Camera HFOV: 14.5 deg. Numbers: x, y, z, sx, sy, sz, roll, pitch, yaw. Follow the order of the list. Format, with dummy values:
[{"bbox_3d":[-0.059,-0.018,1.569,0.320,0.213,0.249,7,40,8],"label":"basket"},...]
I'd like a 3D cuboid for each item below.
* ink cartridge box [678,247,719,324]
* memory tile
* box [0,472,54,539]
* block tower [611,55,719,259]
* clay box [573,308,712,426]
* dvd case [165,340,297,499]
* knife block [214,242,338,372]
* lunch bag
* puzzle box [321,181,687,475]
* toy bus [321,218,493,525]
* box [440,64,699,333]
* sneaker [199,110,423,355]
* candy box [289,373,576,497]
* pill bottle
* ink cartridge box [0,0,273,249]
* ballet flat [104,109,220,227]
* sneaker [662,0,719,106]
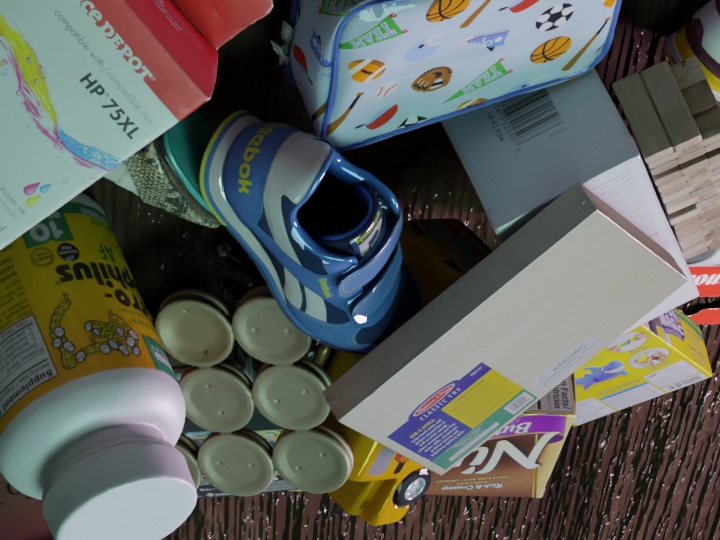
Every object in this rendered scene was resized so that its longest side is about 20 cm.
[{"bbox_3d":[0.287,-0.009,2.008,0.160,0.047,0.200,-1,141,-35],"label":"ink cartridge box"},{"bbox_3d":[-0.110,0.077,1.738,0.200,0.017,0.153,-4,124,20],"label":"memory tile"},{"bbox_3d":[-0.248,0.152,1.702,0.128,0.200,0.109,-13,149,-21],"label":"box"},{"bbox_3d":[0.202,-0.066,1.734,0.054,0.058,0.200,-23,160,6],"label":"block tower"},{"bbox_3d":[0.153,0.047,1.976,0.115,0.048,0.200,-22,152,21],"label":"clay box"},{"bbox_3d":[-0.113,0.100,1.838,0.146,0.022,0.200,-7,152,18],"label":"dvd case"},{"bbox_3d":[0.000,0.000,1.779,0.200,0.064,0.176,-20,141,-33],"label":"knife block"},{"bbox_3d":[0.049,-0.145,1.588,0.200,0.076,0.160,-17,152,-17],"label":"lunch bag"},{"bbox_3d":[0.086,0.038,1.684,0.200,0.025,0.133,-39,147,12],"label":"puzzle box"},{"bbox_3d":[0.026,0.066,1.761,0.078,0.065,0.200,-4,130,-46],"label":"toy bus"},{"bbox_3d":[0.124,-0.051,1.741,0.097,0.124,0.200,-27,150,4],"label":"box"},{"bbox_3d":[-0.012,-0.012,1.614,0.200,0.082,0.074,47,61,-44],"label":"sneaker"},{"bbox_3d":[0.037,0.103,1.929,0.200,0.057,0.117,4,145,-9],"label":"candy box"},{"bbox_3d":[-0.166,0.060,1.619,0.113,0.200,0.113,-19,149,-11],"label":"pill bottle"},{"bbox_3d":[-0.155,-0.108,1.442,0.200,0.067,0.116,-35,111,16],"label":"ink cartridge box"},{"bbox_3d":[-0.130,-0.089,1.564,0.075,0.068,0.200,-8,147,12],"label":"ballet flat"},{"bbox_3d":[0.285,-0.133,1.783,0.200,0.075,0.090,6,144,-44],"label":"sneaker"}]
